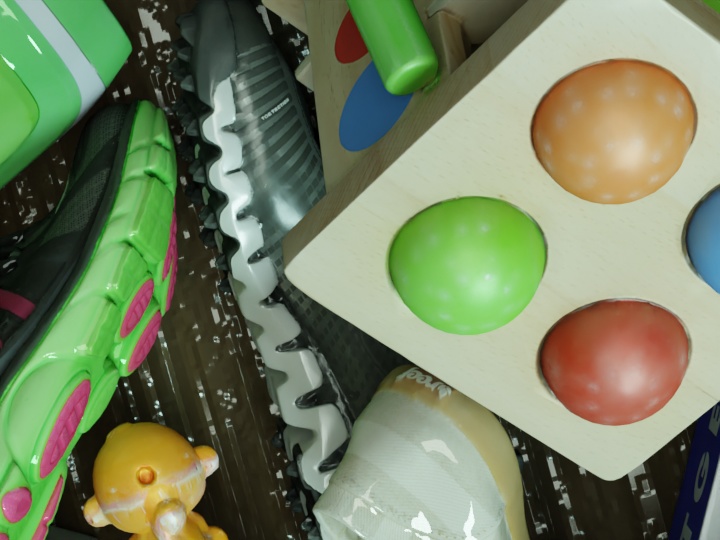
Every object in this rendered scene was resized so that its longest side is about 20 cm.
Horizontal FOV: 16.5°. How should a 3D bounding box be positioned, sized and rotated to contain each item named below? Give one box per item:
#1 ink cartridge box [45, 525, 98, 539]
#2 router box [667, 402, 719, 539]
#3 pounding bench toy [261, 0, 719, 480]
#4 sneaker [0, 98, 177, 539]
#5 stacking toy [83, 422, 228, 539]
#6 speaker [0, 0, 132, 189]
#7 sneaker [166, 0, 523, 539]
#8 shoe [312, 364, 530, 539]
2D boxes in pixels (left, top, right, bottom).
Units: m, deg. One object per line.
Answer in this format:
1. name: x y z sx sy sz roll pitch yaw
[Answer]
1. ink cartridge box: -0.194 0.140 0.790 0.199 0.084 0.147 13 95 -3
2. router box: 0.198 0.081 0.818 0.178 0.049 0.201 12 96 -4
3. pounding bench toy: 0.032 -0.063 0.661 0.199 0.157 0.124 32 121 -28
4. sneaker: -0.113 0.020 0.750 0.083 0.077 0.201 21 57 11
5. stacking toy: -0.036 0.138 0.780 0.115 0.110 0.201 -25 100 -2
6. speaker: -0.168 -0.032 0.762 0.200 0.088 0.089 -41 97 -6
7. sneaker: 0.000 0.000 0.791 0.090 0.066 0.201 -19 106 -7
8. shoe: 0.033 0.111 0.767 0.053 0.070 0.201 -53 139 -28
